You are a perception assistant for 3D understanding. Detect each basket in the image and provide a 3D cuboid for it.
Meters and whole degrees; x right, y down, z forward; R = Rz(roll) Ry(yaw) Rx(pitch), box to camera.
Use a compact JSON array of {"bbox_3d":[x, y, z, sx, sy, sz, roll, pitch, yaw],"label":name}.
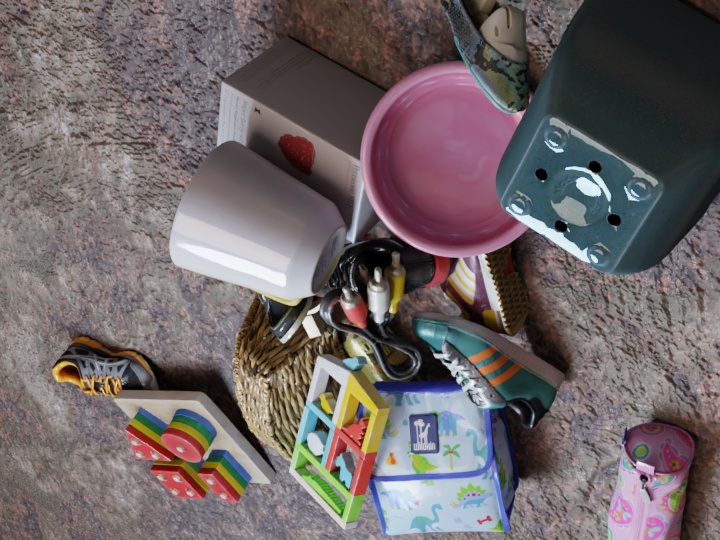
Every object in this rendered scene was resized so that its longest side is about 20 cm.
[{"bbox_3d":[-0.102,0.141,1.742,0.149,0.143,0.200,35,155,40],"label":"basket"}]

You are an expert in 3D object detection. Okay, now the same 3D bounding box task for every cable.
[{"bbox_3d":[0.018,0.067,1.452,0.050,0.097,0.200,45,161,44],"label":"cable"}]

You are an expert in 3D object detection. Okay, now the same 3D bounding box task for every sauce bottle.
[{"bbox_3d":[0.003,0.079,1.698,0.200,0.065,0.065,52,141,-8],"label":"sauce bottle"}]

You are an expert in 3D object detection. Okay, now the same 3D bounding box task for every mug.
[{"bbox_3d":[-0.096,-0.041,1.467,0.153,0.187,0.150,24,93,14],"label":"mug"}]

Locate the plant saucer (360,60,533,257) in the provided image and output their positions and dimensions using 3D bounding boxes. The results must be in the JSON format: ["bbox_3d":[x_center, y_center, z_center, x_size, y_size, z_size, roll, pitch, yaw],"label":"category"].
[{"bbox_3d":[0.100,-0.116,1.391,0.200,0.051,0.201,1,103,3],"label":"plant saucer"}]

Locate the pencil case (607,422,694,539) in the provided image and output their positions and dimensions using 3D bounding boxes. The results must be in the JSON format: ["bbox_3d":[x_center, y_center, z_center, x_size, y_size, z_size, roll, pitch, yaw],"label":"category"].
[{"bbox_3d":[0.326,0.263,1.541,0.087,0.087,0.200,24,137,26],"label":"pencil case"}]

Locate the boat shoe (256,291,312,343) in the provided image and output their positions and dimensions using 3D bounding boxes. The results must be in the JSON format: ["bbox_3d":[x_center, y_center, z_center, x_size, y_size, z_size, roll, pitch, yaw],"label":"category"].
[{"bbox_3d":[-0.102,0.025,1.625,0.068,0.200,0.072,32,106,-19],"label":"boat shoe"}]

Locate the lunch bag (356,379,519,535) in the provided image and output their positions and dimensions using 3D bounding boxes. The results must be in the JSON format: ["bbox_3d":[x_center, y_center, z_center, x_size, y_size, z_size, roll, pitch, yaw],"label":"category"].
[{"bbox_3d":[0.094,0.220,1.656,0.170,0.127,0.200,-5,118,16],"label":"lunch bag"}]

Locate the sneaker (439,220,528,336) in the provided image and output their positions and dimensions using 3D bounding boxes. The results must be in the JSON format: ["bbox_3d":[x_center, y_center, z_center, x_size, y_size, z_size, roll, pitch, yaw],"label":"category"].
[{"bbox_3d":[0.121,-0.013,1.505,0.090,0.075,0.200,6,125,33],"label":"sneaker"}]

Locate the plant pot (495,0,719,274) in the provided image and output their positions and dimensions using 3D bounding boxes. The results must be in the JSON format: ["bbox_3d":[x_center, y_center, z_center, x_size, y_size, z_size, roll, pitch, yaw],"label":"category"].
[{"bbox_3d":[0.228,-0.113,1.202,0.196,0.200,0.196,34,134,10],"label":"plant pot"}]

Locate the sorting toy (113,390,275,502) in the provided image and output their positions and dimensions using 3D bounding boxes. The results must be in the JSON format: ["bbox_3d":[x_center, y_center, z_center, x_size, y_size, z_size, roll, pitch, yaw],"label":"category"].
[{"bbox_3d":[-0.265,0.272,2.060,0.200,0.070,0.199,-4,134,42],"label":"sorting toy"}]

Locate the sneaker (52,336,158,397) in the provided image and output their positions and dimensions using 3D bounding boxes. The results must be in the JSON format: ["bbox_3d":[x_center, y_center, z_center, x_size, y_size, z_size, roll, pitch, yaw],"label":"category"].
[{"bbox_3d":[-0.400,0.168,2.134,0.200,0.077,0.078,13,128,33],"label":"sneaker"}]

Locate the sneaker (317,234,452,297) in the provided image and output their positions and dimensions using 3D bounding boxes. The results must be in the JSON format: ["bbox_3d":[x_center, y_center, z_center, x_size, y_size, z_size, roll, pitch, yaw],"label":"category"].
[{"bbox_3d":[0.000,0.000,1.512,0.200,0.098,0.071,-7,97,40],"label":"sneaker"}]

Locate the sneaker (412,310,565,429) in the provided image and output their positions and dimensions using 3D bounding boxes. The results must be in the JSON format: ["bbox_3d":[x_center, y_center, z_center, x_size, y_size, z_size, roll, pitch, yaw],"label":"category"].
[{"bbox_3d":[0.137,0.113,1.528,0.200,0.080,0.071,28,168,-18],"label":"sneaker"}]

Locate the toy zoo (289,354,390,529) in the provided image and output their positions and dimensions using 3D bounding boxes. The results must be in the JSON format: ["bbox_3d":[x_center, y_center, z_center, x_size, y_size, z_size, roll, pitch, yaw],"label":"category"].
[{"bbox_3d":[-0.025,0.192,1.636,0.131,0.020,0.200,39,122,45],"label":"toy zoo"}]

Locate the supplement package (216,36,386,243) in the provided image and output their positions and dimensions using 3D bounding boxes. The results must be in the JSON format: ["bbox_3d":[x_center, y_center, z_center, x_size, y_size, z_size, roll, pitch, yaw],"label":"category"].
[{"bbox_3d":[-0.046,-0.147,1.509,0.200,0.120,0.121,31,138,19],"label":"supplement package"}]

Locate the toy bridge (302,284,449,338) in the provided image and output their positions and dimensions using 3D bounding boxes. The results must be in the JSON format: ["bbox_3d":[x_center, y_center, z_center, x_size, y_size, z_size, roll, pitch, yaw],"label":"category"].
[{"bbox_3d":[0.013,0.025,1.600,0.200,0.027,0.067,-16,115,18],"label":"toy bridge"}]

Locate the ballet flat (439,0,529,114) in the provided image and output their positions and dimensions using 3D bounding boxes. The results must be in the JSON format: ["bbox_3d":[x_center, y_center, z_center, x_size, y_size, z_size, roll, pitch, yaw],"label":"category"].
[{"bbox_3d":[0.117,-0.242,1.278,0.200,0.074,0.074,63,146,22],"label":"ballet flat"}]
